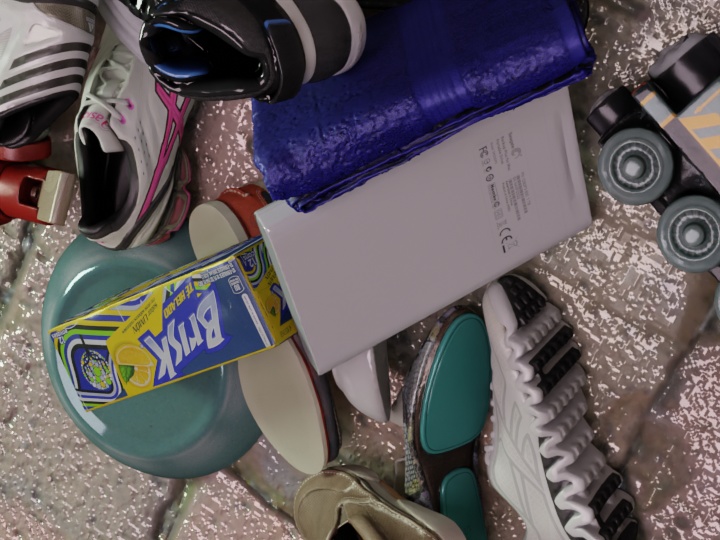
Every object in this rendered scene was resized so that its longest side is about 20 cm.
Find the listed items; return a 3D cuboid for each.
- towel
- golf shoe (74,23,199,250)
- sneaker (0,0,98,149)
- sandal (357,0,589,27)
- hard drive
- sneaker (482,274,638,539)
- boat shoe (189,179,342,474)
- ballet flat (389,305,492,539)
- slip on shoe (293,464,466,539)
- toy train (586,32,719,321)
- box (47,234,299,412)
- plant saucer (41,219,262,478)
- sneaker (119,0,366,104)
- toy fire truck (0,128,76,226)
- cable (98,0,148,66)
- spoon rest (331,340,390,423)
[{"bbox_3d":[0.033,-0.110,1.056,0.198,0.148,0.050,-23,118,9],"label":"towel"},{"bbox_3d":[-0.150,-0.113,1.233,0.072,0.092,0.202,6,97,23],"label":"golf shoe"},{"bbox_3d":[-0.260,-0.139,1.161,0.199,0.076,0.117,6,82,24],"label":"sneaker"},{"bbox_3d":[0.056,-0.185,1.153,0.198,0.045,0.076,16,97,26],"label":"sandal"},{"bbox_3d":[0.043,-0.031,1.109,0.026,0.199,0.132,53,167,43],"label":"hard drive"},{"bbox_3d":[0.111,0.103,1.192,0.081,0.075,0.202,-14,97,36],"label":"sneaker"},{"bbox_3d":[-0.053,0.038,1.250,0.071,0.062,0.202,-16,97,45],"label":"boat shoe"},{"bbox_3d":[0.047,0.119,1.228,0.071,0.072,0.203,4,104,23],"label":"ballet flat"},{"bbox_3d":[-0.002,0.180,1.214,0.199,0.060,0.077,18,117,58],"label":"slip on shoe"},{"bbox_3d":[0.228,-0.046,1.095,0.114,0.085,0.200,-42,83,15],"label":"toy train"},{"bbox_3d":[-0.113,0.032,1.204,0.199,0.070,0.065,-21,97,42],"label":"box"},{"bbox_3d":[-0.153,0.059,1.316,0.198,0.036,0.202,7,107,22],"label":"plant saucer"},{"bbox_3d":[-0.104,-0.154,1.036,0.199,0.112,0.074,24,123,30],"label":"sneaker"},{"bbox_3d":[-0.239,-0.104,1.244,0.198,0.128,0.178,14,108,28],"label":"toy fire truck"},{"bbox_3d":[-0.096,-0.212,1.129,0.201,0.069,0.200,56,135,8],"label":"cable"},{"bbox_3d":[0.000,0.000,1.206,0.060,0.099,0.202,-13,85,6],"label":"spoon rest"}]
